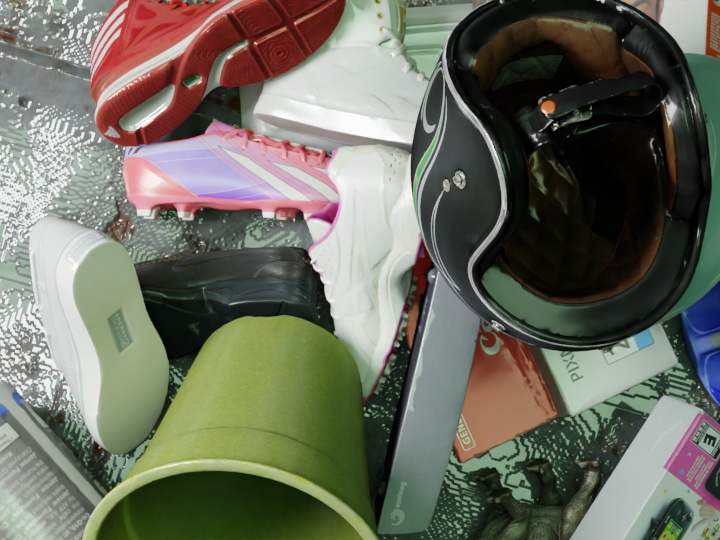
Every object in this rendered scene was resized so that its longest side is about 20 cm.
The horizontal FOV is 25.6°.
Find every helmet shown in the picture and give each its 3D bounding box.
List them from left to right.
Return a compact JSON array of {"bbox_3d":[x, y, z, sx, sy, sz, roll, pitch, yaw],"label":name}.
[{"bbox_3d":[0.122,-0.054,0.986,0.198,0.192,0.201,-2,45,2],"label":"helmet"}]

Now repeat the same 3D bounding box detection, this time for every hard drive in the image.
[{"bbox_3d":[0.049,0.080,1.111,0.042,0.135,0.202,13,91,0],"label":"hard drive"}]

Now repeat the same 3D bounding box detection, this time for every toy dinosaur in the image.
[{"bbox_3d":[0.136,0.193,1.154,0.198,0.077,0.103,-15,102,-20],"label":"toy dinosaur"}]

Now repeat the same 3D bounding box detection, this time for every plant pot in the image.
[{"bbox_3d":[-0.069,0.133,1.064,0.198,0.201,0.191,12,39,-3],"label":"plant pot"}]

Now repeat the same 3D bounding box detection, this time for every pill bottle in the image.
[{"bbox_3d":[-0.222,0.186,1.097,0.114,0.114,0.200,-42,88,-7],"label":"pill bottle"}]

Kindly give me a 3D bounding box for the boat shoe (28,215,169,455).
[{"bbox_3d":[-0.188,0.046,1.101,0.068,0.201,0.072,31,60,33],"label":"boat shoe"}]

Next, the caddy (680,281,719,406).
[{"bbox_3d":[0.300,0.034,1.119,0.104,0.200,0.143,-14,82,-22],"label":"caddy"}]

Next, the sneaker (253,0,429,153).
[{"bbox_3d":[0.031,-0.142,1.142,0.198,0.074,0.117,15,83,8],"label":"sneaker"}]

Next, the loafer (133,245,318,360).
[{"bbox_3d":[-0.127,0.019,1.156,0.198,0.073,0.073,2,45,3],"label":"loafer"}]

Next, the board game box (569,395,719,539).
[{"bbox_3d":[0.258,0.209,1.128,0.199,0.064,0.148,38,82,-19],"label":"board game box"}]

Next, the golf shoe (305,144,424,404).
[{"bbox_3d":[0.000,0.000,1.133,0.091,0.075,0.202,15,113,2],"label":"golf shoe"}]

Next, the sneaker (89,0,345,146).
[{"bbox_3d":[-0.114,-0.183,1.136,0.199,0.079,0.116,-27,51,3],"label":"sneaker"}]

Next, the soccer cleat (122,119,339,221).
[{"bbox_3d":[-0.075,-0.075,1.162,0.198,0.067,0.077,0,90,0],"label":"soccer cleat"}]

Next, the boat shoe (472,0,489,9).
[{"bbox_3d":[0.140,-0.159,1.148,0.071,0.076,0.201,11,46,-25],"label":"boat shoe"}]

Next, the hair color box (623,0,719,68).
[{"bbox_3d":[0.222,-0.105,1.138,0.064,0.110,0.202,22,65,-34],"label":"hair color box"}]

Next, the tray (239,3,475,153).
[{"bbox_3d":[0.007,-0.145,1.198,0.198,0.022,0.109,-5,85,-5],"label":"tray"}]

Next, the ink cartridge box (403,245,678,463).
[{"bbox_3d":[0.114,0.017,1.177,0.175,0.045,0.202,-24,86,-8],"label":"ink cartridge box"}]

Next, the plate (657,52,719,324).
[{"bbox_3d":[0.190,-0.058,1.081,0.025,0.199,0.202,24,81,-37],"label":"plate"}]
